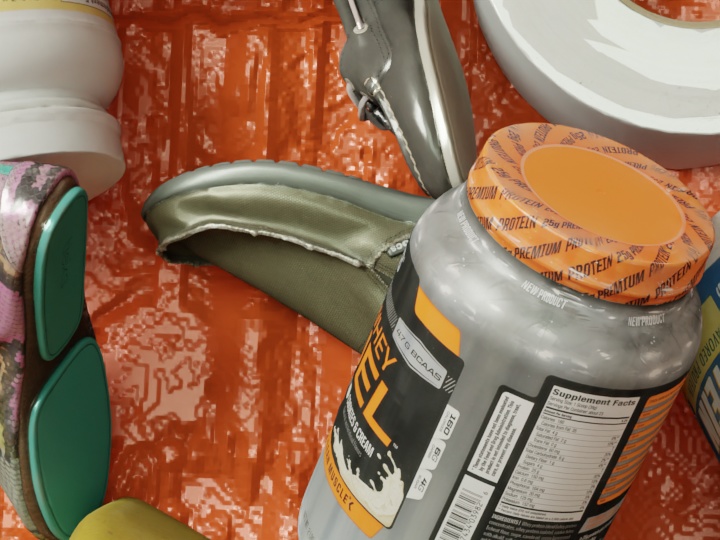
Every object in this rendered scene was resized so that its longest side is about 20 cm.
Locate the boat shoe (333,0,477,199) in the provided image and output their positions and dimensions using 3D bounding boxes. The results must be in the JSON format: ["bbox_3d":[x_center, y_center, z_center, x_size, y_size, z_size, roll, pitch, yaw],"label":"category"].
[{"bbox_3d":[0.007,-0.109,0.964,0.057,0.067,0.201,-18,60,12],"label":"boat shoe"}]

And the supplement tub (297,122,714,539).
[{"bbox_3d":[0.059,0.049,0.875,0.122,0.123,0.200,26,119,6],"label":"supplement tub"}]

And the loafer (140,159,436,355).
[{"bbox_3d":[0.000,0.000,0.953,0.199,0.075,0.070,8,77,3],"label":"loafer"}]

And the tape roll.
[{"bbox_3d":[0.147,-0.151,0.975,0.202,0.071,0.203,0,81,2],"label":"tape roll"}]

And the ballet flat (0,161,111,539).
[{"bbox_3d":[-0.146,0.030,0.915,0.071,0.200,0.069,18,45,18],"label":"ballet flat"}]

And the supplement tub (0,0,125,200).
[{"bbox_3d":[-0.185,-0.124,0.945,0.145,0.145,0.201,-15,81,0],"label":"supplement tub"}]

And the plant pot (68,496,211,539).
[{"bbox_3d":[-0.070,0.211,0.858,0.195,0.200,0.195,27,82,5],"label":"plant pot"}]

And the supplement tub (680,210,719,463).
[{"bbox_3d":[0.219,0.066,0.869,0.144,0.145,0.200,-23,55,-2],"label":"supplement tub"}]
